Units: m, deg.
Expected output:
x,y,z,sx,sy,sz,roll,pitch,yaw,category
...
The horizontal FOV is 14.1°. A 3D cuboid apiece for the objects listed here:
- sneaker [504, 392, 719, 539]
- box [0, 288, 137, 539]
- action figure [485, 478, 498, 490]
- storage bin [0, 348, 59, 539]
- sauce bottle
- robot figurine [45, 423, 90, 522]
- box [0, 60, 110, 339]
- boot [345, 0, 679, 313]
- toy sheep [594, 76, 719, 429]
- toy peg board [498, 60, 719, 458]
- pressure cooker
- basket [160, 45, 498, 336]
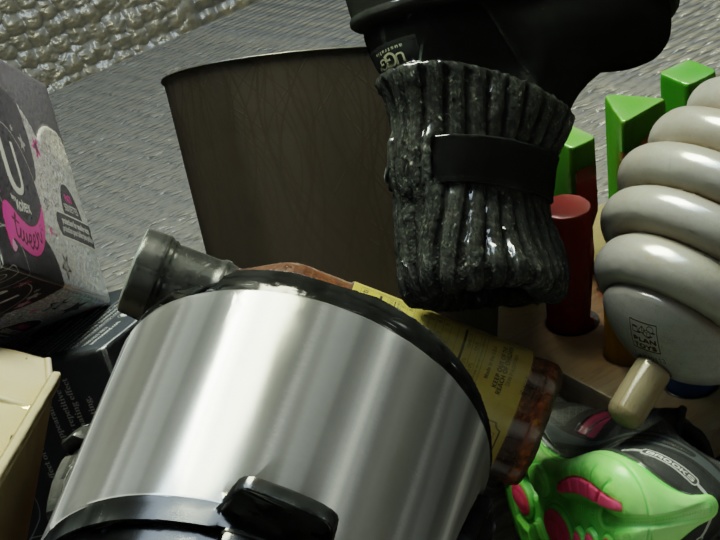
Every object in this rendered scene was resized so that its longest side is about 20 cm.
x,y,z,sx,sy,sz,roll,pitch,yaw,category
0.120,0.098,1.360,0.084,0.077,0.200,-8,14,-16,sneaker
-0.165,0.105,1.566,0.200,0.149,0.107,-13,16,30,box
0.061,0.081,1.513,0.200,0.055,0.118,-14,16,13,action figure
-0.211,0.148,1.307,0.094,0.200,0.199,13,20,2,storage bin
-0.011,0.036,1.315,0.200,0.066,0.066,20,18,0,sauce bottle
-0.086,0.129,1.389,0.058,0.145,0.200,-11,10,22,robot figurine
-0.215,-0.033,1.459,0.115,0.132,0.200,-19,-9,9,box
0.081,-0.061,1.338,0.211,0.158,0.079,-7,-10,-43,boot
0.171,-0.011,1.322,0.138,0.138,0.200,0,57,56,toy sheep
0.166,-0.016,1.477,0.200,0.098,0.199,-27,36,-31,toy peg board
-0.047,0.124,1.223,0.179,0.176,0.200,-8,43,30,pressure cooker
0.000,0.000,1.411,0.180,0.200,0.136,-4,-4,-29,basket
